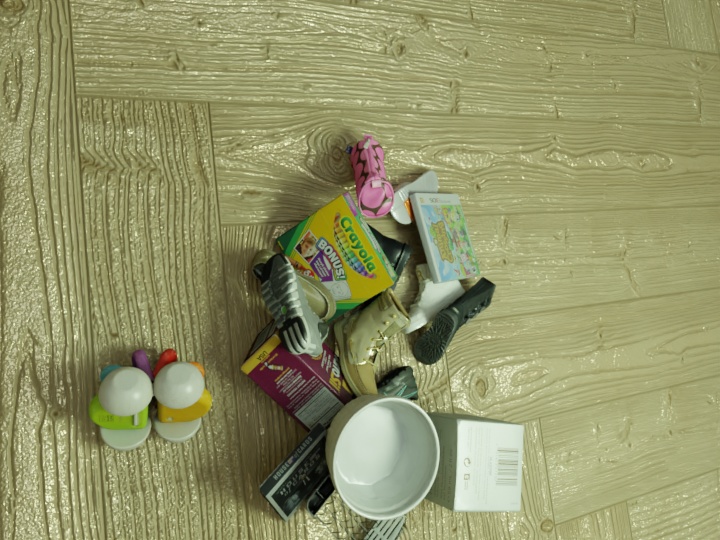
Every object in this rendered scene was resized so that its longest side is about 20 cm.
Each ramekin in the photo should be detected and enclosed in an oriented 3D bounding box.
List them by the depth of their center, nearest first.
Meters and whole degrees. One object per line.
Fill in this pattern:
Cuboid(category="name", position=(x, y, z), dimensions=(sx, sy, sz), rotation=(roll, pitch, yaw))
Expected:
Cuboid(category="ramekin", position=(0.030, 0.313, 0.990), dimensions=(0.195, 0.105, 0.206), rotation=(0, 90, -19))

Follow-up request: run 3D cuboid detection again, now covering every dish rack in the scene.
Cuboid(category="dish rack", position=(-0.002, 0.480, 1.130), dimensions=(0.200, 0.055, 0.153), rotation=(47, 66, 1))

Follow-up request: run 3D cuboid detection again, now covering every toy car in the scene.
Cuboid(category="toy car", position=(-0.363, 0.206, 0.981), dimensions=(0.195, 0.177, 0.152), rotation=(-3, 49, -24))

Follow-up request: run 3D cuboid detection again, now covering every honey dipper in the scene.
Cuboid(category="honey dipper", position=(0.015, 0.576, 1.148), dimensions=(0.196, 0.038, 0.039), rotation=(-19, 90, -24))

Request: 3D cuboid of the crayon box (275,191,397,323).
Cuboid(category="crayon box", position=(-0.047, -0.025, 1.140), dimensions=(0.202, 0.171, 0.058), rotation=(58, 21, -5))

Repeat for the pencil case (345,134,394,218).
Cuboid(category="pencil case", position=(0.021, -0.200, 1.184), dimensions=(0.088, 0.095, 0.202), rotation=(5, 38, -13))

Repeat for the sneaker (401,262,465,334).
Cuboid(category="sneaker", position=(0.140, 0.049, 1.267), dimensions=(0.199, 0.073, 0.117), rotation=(-34, 95, -34))

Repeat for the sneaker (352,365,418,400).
Cuboid(category="sneaker", position=(0.043, 0.275, 1.184), dimensions=(0.197, 0.075, 0.081), rotation=(-25, 95, -25))

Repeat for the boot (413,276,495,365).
Cuboid(category="boot", position=(0.216, 0.113, 1.281), dimensions=(0.065, 0.166, 0.199), rotation=(42, 42, 14))

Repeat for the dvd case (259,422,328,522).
Cuboid(category="dvd case", position=(-0.109, 0.377, 1.046), dimensions=(0.025, 0.202, 0.150), rotation=(34, 65, 24))

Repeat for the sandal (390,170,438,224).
Cuboid(category="sandal", position=(0.112, -0.166, 1.296), dimensions=(0.206, 0.058, 0.081), rotation=(-39, 117, -44))

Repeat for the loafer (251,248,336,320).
Cuboid(category="loafer", position=(-0.138, 0.037, 1.115), dimensions=(0.198, 0.067, 0.077), rotation=(33, 114, 4))

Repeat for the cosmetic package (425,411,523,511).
Cuboid(category="cosmetic package", position=(0.210, 0.389, 1.173), dimensions=(0.163, 0.199, 0.172), rotation=(9, 78, -23))

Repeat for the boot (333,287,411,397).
Cuboid(category="boot", position=(0.034, 0.145, 1.107), dimensions=(0.073, 0.154, 0.202), rotation=(40, 22, -42))

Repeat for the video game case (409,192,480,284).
Cuboid(category="video game case", position=(0.196, -0.078, 1.288), dimensions=(0.180, 0.022, 0.205), rotation=(-7, 80, -48))

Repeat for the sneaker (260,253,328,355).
Cuboid(category="sneaker", position=(-0.116, 0.071, 1.050), dimensions=(0.115, 0.074, 0.203), rotation=(32, 34, -56))

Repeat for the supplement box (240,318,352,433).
Cuboid(category="supplement box", position=(-0.114, 0.191, 1.079), dimensions=(0.103, 0.131, 0.200), rotation=(-41, 103, 14))

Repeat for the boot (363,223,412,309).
Cuboid(category="boot", position=(0.000, 0.000, 1.208), dimensions=(0.165, 0.076, 0.204), rotation=(25, 95, 0))
